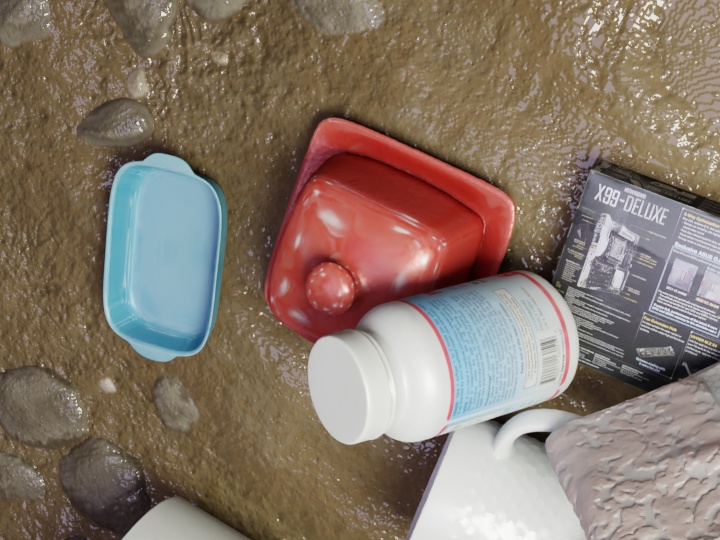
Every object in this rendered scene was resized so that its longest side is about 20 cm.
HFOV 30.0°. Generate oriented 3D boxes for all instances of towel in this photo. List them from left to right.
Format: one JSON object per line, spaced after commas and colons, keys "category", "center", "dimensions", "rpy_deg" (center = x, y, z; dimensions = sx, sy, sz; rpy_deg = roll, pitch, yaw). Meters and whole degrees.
{"category": "towel", "center": [0.238, 0.135, 0.945], "dimensions": [0.190, 0.200, 0.032], "rpy_deg": [-26, 114, 5]}

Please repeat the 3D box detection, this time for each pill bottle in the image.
{"category": "pill bottle", "center": [0.064, 0.069, 1.042], "dimensions": [0.109, 0.199, 0.109], "rpy_deg": [24, 119, 51]}

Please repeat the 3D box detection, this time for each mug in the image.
{"category": "mug", "center": [0.144, 0.197, 1.108], "dimensions": [0.175, 0.148, 0.201], "rpy_deg": [23, 123, 4]}

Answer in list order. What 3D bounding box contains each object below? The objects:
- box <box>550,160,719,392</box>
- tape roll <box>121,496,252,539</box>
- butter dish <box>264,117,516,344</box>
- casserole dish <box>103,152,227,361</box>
{"category": "box", "center": [0.254, 0.021, 1.073], "dimensions": [0.199, 0.050, 0.158], "rpy_deg": [22, 111, 17]}
{"category": "tape roll", "center": [-0.165, 0.332, 1.257], "dimensions": [0.139, 0.203, 0.203], "rpy_deg": [27, 113, 15]}
{"category": "butter dish", "center": [0.000, 0.000, 1.126], "dimensions": [0.199, 0.148, 0.200], "rpy_deg": [26, 113, 15]}
{"category": "casserole dish", "center": [-0.179, -0.014, 1.264], "dimensions": [0.121, 0.039, 0.201], "rpy_deg": [14, 110, 20]}
